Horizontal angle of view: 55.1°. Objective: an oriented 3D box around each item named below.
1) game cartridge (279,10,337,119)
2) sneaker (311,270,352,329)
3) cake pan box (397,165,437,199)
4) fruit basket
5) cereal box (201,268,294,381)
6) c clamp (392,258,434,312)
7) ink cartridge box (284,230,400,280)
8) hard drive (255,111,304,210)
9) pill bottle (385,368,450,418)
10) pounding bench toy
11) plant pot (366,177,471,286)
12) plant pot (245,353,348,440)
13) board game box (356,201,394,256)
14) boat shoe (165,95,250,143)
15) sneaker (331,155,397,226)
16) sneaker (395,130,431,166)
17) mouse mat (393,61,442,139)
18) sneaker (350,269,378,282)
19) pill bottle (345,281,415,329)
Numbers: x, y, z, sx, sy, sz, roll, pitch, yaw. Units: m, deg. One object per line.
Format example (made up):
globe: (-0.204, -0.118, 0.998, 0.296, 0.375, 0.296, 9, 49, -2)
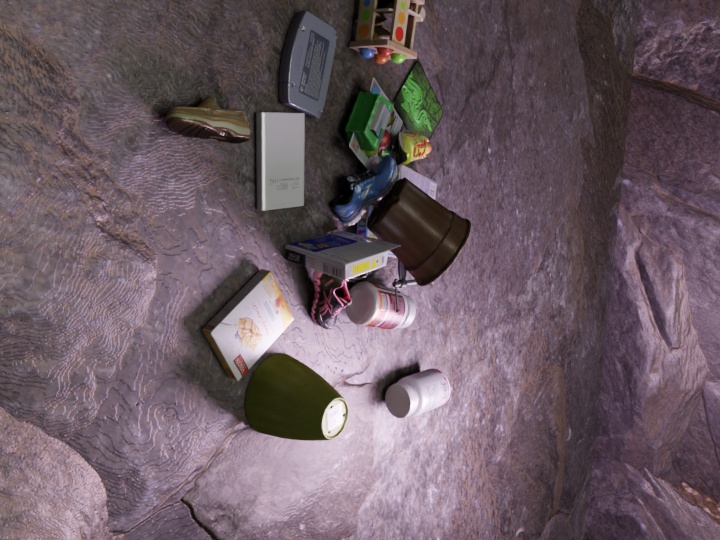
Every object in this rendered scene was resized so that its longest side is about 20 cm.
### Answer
game cartridge: (-0.118, -0.454, 1.521, 0.131, 0.041, 0.206, 12, 89, -47)
sneaker: (-0.063, 0.073, 1.646, 0.079, 0.094, 0.204, -43, 148, -38)
cake pan box: (0.130, -0.167, 1.832, 0.182, 0.051, 0.206, 13, 83, -53)
fruit basket: (0.046, -0.341, 1.708, 0.200, 0.092, 0.189, 39, 68, -52)
cereal box: (-0.240, 0.117, 1.499, 0.201, 0.039, 0.146, -49, 133, -32)
c clamp: (0.145, 0.005, 1.825, 0.197, 0.027, 0.176, -14, 102, -47)
ink cartridge box: (-0.041, -0.039, 1.587, 0.197, 0.194, 0.048, -15, 113, -47)
hard drive: (-0.174, -0.240, 1.507, 0.130, 0.026, 0.206, -13, 109, -49)
pill bottle: (0.166, 0.359, 2.007, 0.197, 0.111, 0.117, -6, 103, -50)
pounding bench toy: (0.085, -0.581, 1.671, 0.197, 0.122, 0.161, 0, 99, -51)
plant pot: (0.132, -0.104, 1.670, 0.197, 0.199, 0.203, 38, 66, -15)
plant pot: (-0.128, 0.305, 1.557, 0.185, 0.197, 0.193, -15, 111, -47)
board game box: (0.065, -0.109, 1.820, 0.198, 0.034, 0.139, 8, 86, -52)
boat shoe: (-0.294, -0.296, 1.324, 0.198, 0.070, 0.079, -1, 85, -58)
sneaker: (0.009, -0.204, 1.667, 0.200, 0.079, 0.089, -46, 128, 1)
sneaker: (0.138, -0.317, 1.765, 0.201, 0.088, 0.080, -67, 164, -63)
mouse mat: (0.162, -0.446, 1.895, 0.201, 0.007, 0.163, 51, 60, -43)
sneaker: (0.000, 0.000, 1.733, 0.197, 0.086, 0.078, -6, 103, -51)
pill bottle: (0.057, 0.097, 1.811, 0.198, 0.108, 0.113, 15, 87, -51)
